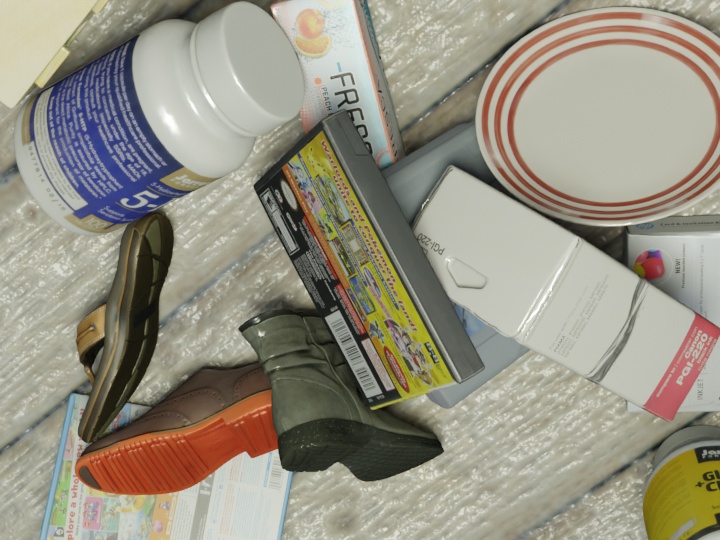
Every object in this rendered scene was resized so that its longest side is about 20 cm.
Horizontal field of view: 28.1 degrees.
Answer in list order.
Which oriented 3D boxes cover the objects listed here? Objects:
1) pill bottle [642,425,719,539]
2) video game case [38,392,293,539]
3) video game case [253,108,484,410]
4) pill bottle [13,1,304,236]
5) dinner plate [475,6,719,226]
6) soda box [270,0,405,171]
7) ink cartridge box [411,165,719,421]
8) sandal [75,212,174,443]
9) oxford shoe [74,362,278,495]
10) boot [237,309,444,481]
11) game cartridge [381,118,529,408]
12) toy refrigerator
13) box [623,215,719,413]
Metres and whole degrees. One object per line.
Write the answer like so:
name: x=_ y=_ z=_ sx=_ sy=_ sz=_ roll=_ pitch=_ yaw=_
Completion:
pill bottle: x=0.281 y=0.203 z=1.125 sx=0.111 sy=0.200 sz=0.113 roll=1 pitch=112 yaw=3
video game case: x=-0.161 y=0.192 z=1.211 sx=0.198 sy=0.018 sz=0.145 roll=11 pitch=80 yaw=-1
video game case: x=0.000 y=0.000 z=1.044 sx=0.025 sy=0.181 sz=0.201 roll=-28 pitch=89 yaw=-22
pill bottle: x=-0.145 y=-0.113 z=1.047 sx=0.199 sy=0.120 sz=0.120 roll=-23 pitch=109 yaw=31
dinner plate: x=0.182 y=-0.109 z=1.033 sx=0.198 sy=0.202 sz=0.024 roll=-7 pitch=144 yaw=6
soda box: x=-0.009 y=-0.119 z=1.089 sx=0.063 sy=0.069 sz=0.202 roll=-11 pitch=111 yaw=10
ink cartridge box: x=0.144 y=0.018 z=1.034 sx=0.199 sy=0.145 sz=0.085 roll=25 pitch=97 yaw=-43
sandal: x=-0.201 y=0.043 z=1.164 sx=0.054 sy=0.082 sz=0.202 roll=20 pitch=113 yaw=14
oxford shoe: x=-0.142 y=0.129 z=1.191 sx=0.198 sy=0.073 sz=0.072 roll=-17 pitch=135 yaw=2
boot: x=-0.010 y=0.095 z=1.161 sx=0.067 sy=0.199 sz=0.132 roll=-31 pitch=63 yaw=27
game cartridge: x=0.074 y=0.000 z=1.100 sx=0.041 sy=0.133 sz=0.201 roll=15 pitch=131 yaw=46
toy refrigerator: x=-0.212 y=-0.219 z=1.061 sx=0.070 sy=0.076 sz=0.200 roll=40 pitch=108 yaw=-12
box: x=0.310 y=0.034 z=1.144 sx=0.198 sy=0.041 sz=0.157 roll=-3 pitch=111 yaw=4
